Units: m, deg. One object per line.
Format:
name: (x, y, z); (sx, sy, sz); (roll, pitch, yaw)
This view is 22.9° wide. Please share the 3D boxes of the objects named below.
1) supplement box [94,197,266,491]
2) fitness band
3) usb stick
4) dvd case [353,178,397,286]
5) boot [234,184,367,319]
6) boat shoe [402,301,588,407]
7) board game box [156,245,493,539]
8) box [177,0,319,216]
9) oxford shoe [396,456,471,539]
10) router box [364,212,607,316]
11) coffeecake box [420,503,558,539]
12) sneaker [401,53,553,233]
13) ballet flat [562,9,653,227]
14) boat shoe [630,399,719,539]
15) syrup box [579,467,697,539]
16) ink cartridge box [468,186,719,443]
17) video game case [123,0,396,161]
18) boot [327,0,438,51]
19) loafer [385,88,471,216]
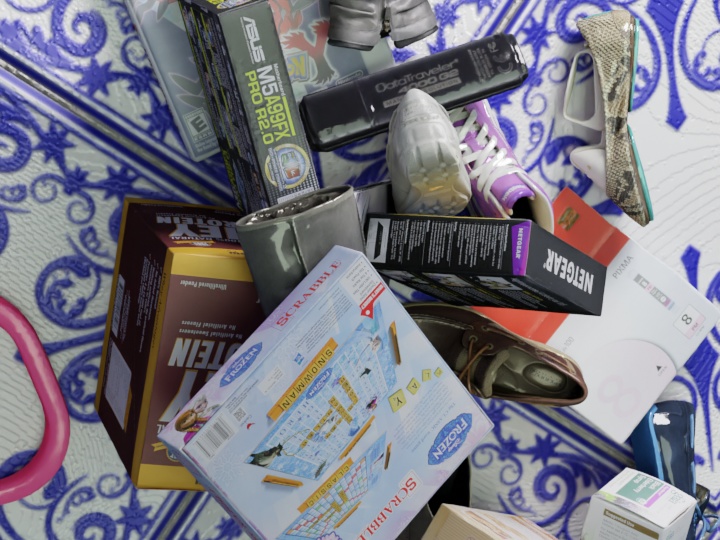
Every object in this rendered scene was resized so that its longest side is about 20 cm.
supplement box: (-0.128, 0.060, 1.481); (0.133, 0.200, 0.198); (6, 103, -20)
fitness band: (-0.331, 0.111, 1.518); (0.143, 0.037, 0.200); (-24, 112, -11)
usb stick: (0.044, -0.154, 1.527); (0.200, 0.033, 0.056); (-19, 72, -3)
dvd case: (0.000, 0.000, 1.516); (0.016, 0.200, 0.149); (11, 99, 14)
boot: (-0.057, 0.054, 1.356); (0.182, 0.073, 0.200); (-29, 120, -25)
boat shoe: (0.115, 0.082, 1.623); (0.200, 0.072, 0.072); (21, 96, -7)
board game box: (-0.021, 0.121, 1.335); (0.200, 0.041, 0.200); (-46, 121, -16)
box: (-0.088, -0.129, 1.440); (0.044, 0.160, 0.200); (-19, 109, -12)
oxford shoe: (0.064, 0.245, 1.665); (0.070, 0.075, 0.200); (0, 105, -18)
router box: (0.110, -0.004, 1.520); (0.200, 0.149, 0.051); (23, 73, -63)
coffeecake box: (0.105, 0.304, 1.640); (0.154, 0.073, 0.200); (-60, 151, 4)
sneaker: (0.110, -0.103, 1.563); (0.073, 0.114, 0.201); (-39, 111, -3)
ballet flat: (0.224, -0.137, 1.626); (0.075, 0.068, 0.200); (-5, 102, 6)
boat shoe: (0.317, 0.225, 1.741); (0.069, 0.084, 0.200); (-14, 111, -18)
syrup box: (0.250, 0.300, 1.706); (0.079, 0.081, 0.200); (-26, 132, -54)
ink cartridge box: (0.222, 0.045, 1.678); (0.200, 0.057, 0.163); (38, 91, -28)
video game case: (-0.088, -0.215, 1.515); (0.200, 0.023, 0.183); (-26, 111, -10)
boot: (0.052, -0.266, 1.521); (0.200, 0.070, 0.132); (-17, 110, -15)
loafer: (0.057, -0.093, 1.511); (0.070, 0.200, 0.070); (-11, 73, -3)
